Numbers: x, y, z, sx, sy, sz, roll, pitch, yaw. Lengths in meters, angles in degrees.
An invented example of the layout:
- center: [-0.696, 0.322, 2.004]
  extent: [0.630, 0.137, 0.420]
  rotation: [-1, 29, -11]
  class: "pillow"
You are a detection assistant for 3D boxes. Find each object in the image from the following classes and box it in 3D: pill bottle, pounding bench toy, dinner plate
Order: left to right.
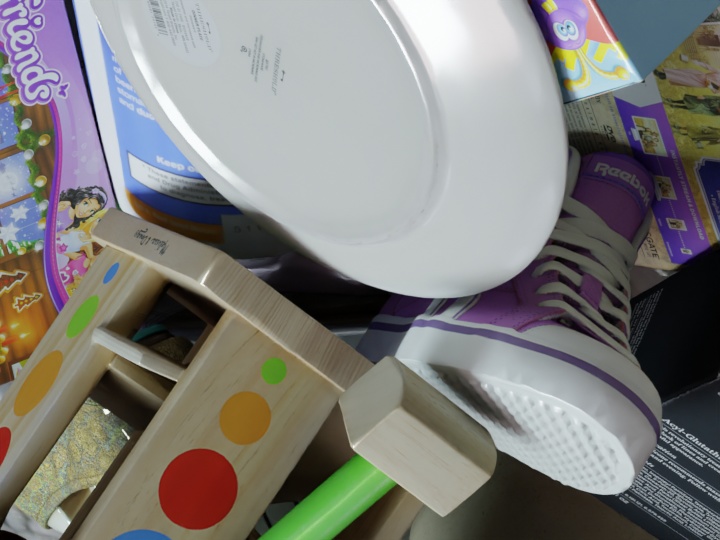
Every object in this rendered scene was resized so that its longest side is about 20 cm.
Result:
- center: [-0.053, 0.088, 0.992]
  extent: [0.124, 0.156, 0.200]
  rotation: [37, 173, -23]
  class: "pounding bench toy"
- center: [-0.047, -0.108, 1.035]
  extent: [0.112, 0.112, 0.200]
  rotation: [22, 144, 21]
  class: "pill bottle"
- center: [-0.022, -0.069, 0.919]
  extent: [0.200, 0.024, 0.200]
  rotation: [30, 143, 27]
  class: "dinner plate"

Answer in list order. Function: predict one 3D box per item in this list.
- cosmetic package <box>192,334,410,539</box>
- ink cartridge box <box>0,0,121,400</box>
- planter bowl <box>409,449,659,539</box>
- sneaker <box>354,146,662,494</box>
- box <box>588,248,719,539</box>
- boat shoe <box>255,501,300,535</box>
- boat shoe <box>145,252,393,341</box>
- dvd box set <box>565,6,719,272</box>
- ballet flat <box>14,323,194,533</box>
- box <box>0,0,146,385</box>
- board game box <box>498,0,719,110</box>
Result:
- center: [-0.018, 0.094, 1.280]
  extent: [0.113, 0.081, 0.200]
  rotation: [16, 140, 26]
  class: "cosmetic package"
- center: [-0.160, -0.059, 1.165]
  extent: [0.084, 0.146, 0.200]
  rotation: [12, 139, 36]
  class: "ink cartridge box"
- center: [0.098, 0.132, 1.173]
  extent: [0.200, 0.135, 0.200]
  rotation: [25, 145, 19]
  class: "planter bowl"
- center: [0.066, 0.005, 0.994]
  extent: [0.073, 0.114, 0.200]
  rotation: [41, 173, -19]
  class: "sneaker"
- center: [0.188, 0.076, 1.039]
  extent: [0.200, 0.079, 0.141]
  rotation: [34, 156, -11]
  class: "box"
- center: [-0.045, 0.122, 1.216]
  extent: [0.074, 0.076, 0.200]
  rotation: [16, 147, -33]
  class: "boat shoe"
- center: [-0.001, -0.001, 1.148]
  extent: [0.201, 0.065, 0.075]
  rotation: [1, 134, 24]
  class: "boat shoe"
- center: [0.149, -0.053, 0.994]
  extent: [0.200, 0.029, 0.147]
  rotation: [8, 137, 37]
  class: "dvd box set"
- center: [-0.099, 0.078, 1.184]
  extent: [0.071, 0.071, 0.200]
  rotation: [40, 155, -4]
  class: "ballet flat"
- center: [-0.164, -0.041, 1.060]
  extent: [0.039, 0.137, 0.200]
  rotation: [-130, 23, -51]
  class: "box"
- center: [0.028, -0.155, 0.890]
  extent: [0.103, 0.105, 0.200]
  rotation: [-15, 112, 51]
  class: "board game box"
